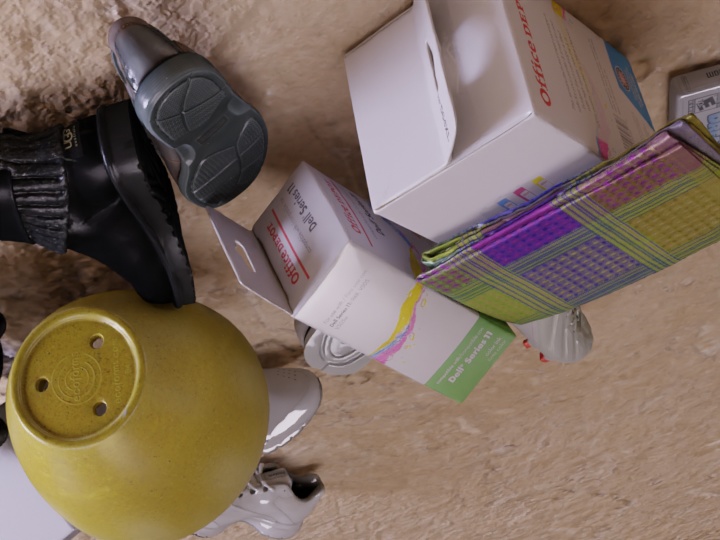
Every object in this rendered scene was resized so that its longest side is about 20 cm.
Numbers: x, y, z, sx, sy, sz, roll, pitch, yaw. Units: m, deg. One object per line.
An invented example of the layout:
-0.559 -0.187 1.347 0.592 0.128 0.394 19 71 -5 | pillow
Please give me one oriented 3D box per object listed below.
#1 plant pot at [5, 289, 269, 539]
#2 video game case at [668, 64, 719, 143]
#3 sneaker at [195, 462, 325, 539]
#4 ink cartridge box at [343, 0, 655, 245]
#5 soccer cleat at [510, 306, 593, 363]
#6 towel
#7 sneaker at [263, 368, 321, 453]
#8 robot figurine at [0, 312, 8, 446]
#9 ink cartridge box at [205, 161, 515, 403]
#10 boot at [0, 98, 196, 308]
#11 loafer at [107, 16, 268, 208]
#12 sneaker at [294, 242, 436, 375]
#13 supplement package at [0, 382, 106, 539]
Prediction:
-0.182 0.094 0.944 0.199 0.201 0.142 -15 159 6 | plant pot
0.327 -0.107 0.981 0.181 0.024 0.200 -15 150 5 | video game case
-0.126 0.239 1.380 0.200 0.075 0.087 10 132 -44 | sneaker
0.089 -0.094 0.817 0.125 0.129 0.200 -31 144 31 | ink cartridge box
0.163 0.027 1.112 0.077 0.069 0.200 -31 142 25 | soccer cleat
0.150 -0.024 0.806 0.200 0.023 0.143 -29 147 29 | towel
-0.134 0.125 1.153 0.199 0.075 0.087 -13 145 1 | sneaker
-0.349 0.078 0.961 0.125 0.151 0.200 -1 153 -48 | robot figurine
0.000 0.000 0.873 0.200 0.117 0.067 29 107 -33 | ink cartridge box
-0.206 -0.031 0.867 0.157 0.080 0.211 -15 145 0 | boot
-0.108 -0.101 0.813 0.072 0.063 0.200 -39 164 -6 | loafer
0.019 -0.011 0.996 0.200 0.081 0.076 -43 122 13 | sneaker
-0.288 0.186 1.119 0.200 0.121 0.120 -39 177 41 | supplement package
